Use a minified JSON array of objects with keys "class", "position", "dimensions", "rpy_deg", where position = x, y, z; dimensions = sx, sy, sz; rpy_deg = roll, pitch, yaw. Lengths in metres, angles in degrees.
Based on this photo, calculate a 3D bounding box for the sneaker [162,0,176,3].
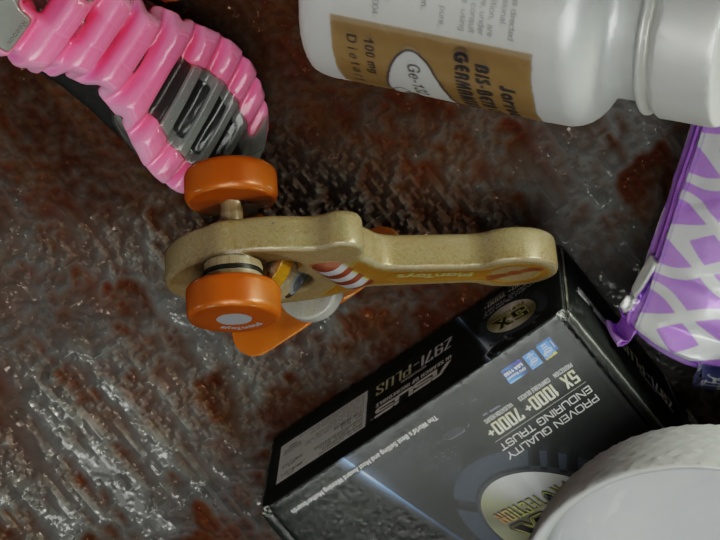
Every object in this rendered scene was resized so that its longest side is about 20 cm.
[{"class":"sneaker","position":[-0.039,-0.205,1.214],"dimensions":[0.077,0.073,0.200],"rpy_deg":[28,115,-20]}]

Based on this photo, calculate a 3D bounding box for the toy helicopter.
[{"class":"toy helicopter","position":[0.000,0.000,1.285],"dimensions":[0.200,0.132,0.079],"rpy_deg":[-1,70,-5]}]

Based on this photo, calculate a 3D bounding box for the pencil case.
[{"class":"pencil case","position":[0.187,-0.047,1.260],"dimensions":[0.085,0.084,0.200],"rpy_deg":[11,109,-12]}]

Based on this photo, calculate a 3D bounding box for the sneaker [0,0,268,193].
[{"class":"sneaker","position":[-0.128,-0.111,1.259],"dimensions":[0.200,0.095,0.079],"rpy_deg":[40,84,-36]}]

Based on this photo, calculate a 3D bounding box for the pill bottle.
[{"class":"pill bottle","position":[0.081,-0.129,1.186],"dimensions":[0.200,0.114,0.114],"rpy_deg":[13,114,18]}]

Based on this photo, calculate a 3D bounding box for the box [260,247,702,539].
[{"class":"box","position":[0.075,0.115,1.335],"dimensions":[0.200,0.086,0.164],"rpy_deg":[-34,108,15]}]

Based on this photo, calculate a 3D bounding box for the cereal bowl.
[{"class":"cereal bowl","position":[0.180,0.156,1.245],"dimensions":[0.200,0.083,0.200],"rpy_deg":[8,122,13]}]
